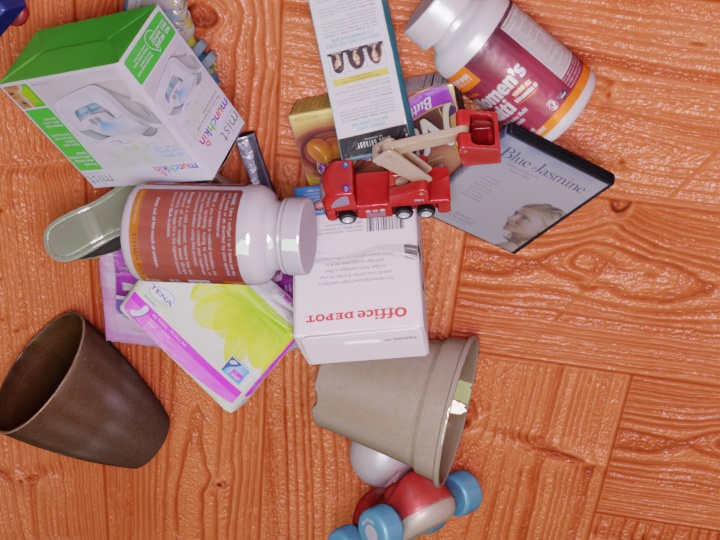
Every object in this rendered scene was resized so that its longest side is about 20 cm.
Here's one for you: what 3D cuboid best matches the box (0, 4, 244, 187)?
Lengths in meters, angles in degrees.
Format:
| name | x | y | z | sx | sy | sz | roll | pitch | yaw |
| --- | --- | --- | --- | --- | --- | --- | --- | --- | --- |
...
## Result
| name | x | y | z | sx | sy | sz | roll | pitch | yaw |
| --- | --- | --- | --- | --- | --- | --- | --- | --- | --- |
| box | -0.263 | -0.187 | 1.128 | 0.199 | 0.097 | 0.177 | 0 | 142 | 34 |

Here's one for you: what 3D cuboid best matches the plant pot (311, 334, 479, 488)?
| name | x | y | z | sx | sy | sz | roll | pitch | yaw |
| --- | --- | --- | --- | --- | --- | --- | --- | --- | --- |
| plant pot | 0.042 | 0.161 | 1.322 | 0.183 | 0.201 | 0.201 | 13 | 122 | 14 |

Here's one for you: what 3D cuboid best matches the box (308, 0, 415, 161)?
| name | x | y | z | sx | sy | sz | roll | pitch | yaw |
| --- | --- | --- | --- | --- | --- | --- | --- | --- | --- |
| box | 0.002 | -0.228 | 1.125 | 0.082 | 0.049 | 0.201 | -11 | 94 | 14 |

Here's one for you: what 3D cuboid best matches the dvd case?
| name | x | y | z | sx | sy | sz | roll | pitch | yaw |
| --- | --- | --- | --- | --- | --- | --- | --- | --- | --- |
| dvd case | 0.178 | -0.089 | 1.177 | 0.142 | 0.018 | 0.200 | 23 | 148 | -17 |

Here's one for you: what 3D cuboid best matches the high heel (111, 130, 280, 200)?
| name | x | y | z | sx | sy | sz | roll | pitch | yaw |
| --- | --- | --- | --- | --- | --- | --- | --- | --- | --- |
| high heel | -0.202 | -0.081 | 1.268 | 0.199 | 0.071 | 0.143 | -14 | 110 | 6 |

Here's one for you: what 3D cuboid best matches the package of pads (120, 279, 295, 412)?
| name | x | y | z | sx | sy | sz | roll | pitch | yaw |
| --- | --- | --- | --- | --- | --- | --- | --- | --- | --- |
| package of pads | -0.177 | 0.050 | 1.236 | 0.200 | 0.068 | 0.155 | 42 | 112 | 3 |

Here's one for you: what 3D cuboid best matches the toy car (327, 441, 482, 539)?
| name | x | y | z | sx | sy | sz | roll | pitch | yaw |
| --- | --- | --- | --- | --- | --- | --- | --- | --- | --- |
| toy car | 0.033 | 0.286 | 1.424 | 0.177 | 0.184 | 0.201 | -45 | 65 | 48 |

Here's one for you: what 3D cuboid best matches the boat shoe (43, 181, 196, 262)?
| name | x | y | z | sx | sy | sz | roll | pitch | yaw |
| --- | --- | --- | --- | --- | --- | --- | --- | --- | --- |
| boat shoe | -0.282 | -0.066 | 1.224 | 0.200 | 0.061 | 0.072 | -20 | 88 | 6 |

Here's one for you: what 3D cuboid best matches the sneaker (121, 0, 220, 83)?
| name | x | y | z | sx | sy | sz | roll | pitch | yaw |
| --- | --- | --- | --- | --- | --- | --- | --- | --- | --- |
| sneaker | -0.204 | -0.279 | 1.155 | 0.130 | 0.080 | 0.200 | 30 | 129 | -7 |

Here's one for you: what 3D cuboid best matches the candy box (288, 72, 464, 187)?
| name | x | y | z | sx | sy | sz | roll | pitch | yaw |
| --- | --- | --- | --- | --- | --- | --- | --- | --- | --- |
| candy box | 0.027 | -0.159 | 1.202 | 0.199 | 0.057 | 0.117 | -8 | 118 | 14 |

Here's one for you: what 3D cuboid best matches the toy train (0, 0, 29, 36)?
| name | x | y | z | sx | sy | sz | roll | pitch | yaw |
| --- | --- | --- | --- | --- | --- | --- | --- | --- | --- |
| toy train | -0.497 | -0.284 | 1.198 | 0.200 | 0.085 | 0.116 | -38 | 98 | 26 |

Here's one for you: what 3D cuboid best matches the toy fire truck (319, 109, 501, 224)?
| name | x | y | z | sx | sy | sz | roll | pitch | yaw |
| --- | --- | --- | --- | --- | --- | --- | --- | --- | --- |
| toy fire truck | 0.050 | -0.109 | 1.094 | 0.199 | 0.049 | 0.141 | -4 | 154 | 4 |

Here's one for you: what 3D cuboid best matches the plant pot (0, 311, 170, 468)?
| name | x | y | z | sx | sy | sz | roll | pitch | yaw |
| --- | --- | --- | --- | --- | --- | --- | --- | --- | --- |
| plant pot | -0.369 | 0.190 | 1.405 | 0.187 | 0.187 | 0.200 | -33 | 125 | 24 |

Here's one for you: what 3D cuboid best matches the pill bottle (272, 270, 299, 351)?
| name | x | y | z | sx | sy | sz | roll | pitch | yaw |
| --- | --- | --- | --- | --- | --- | --- | --- | --- | --- |
| pill bottle | -0.026 | 0.027 | 1.284 | 0.199 | 0.112 | 0.113 | -17 | 116 | 17 |

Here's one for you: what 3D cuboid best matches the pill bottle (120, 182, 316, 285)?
| name | x | y | z | sx | sy | sz | roll | pitch | yaw |
| --- | --- | --- | --- | --- | --- | --- | --- | --- | --- |
| pill bottle | -0.153 | -0.040 | 1.120 | 0.199 | 0.112 | 0.113 | 2 | 120 | 12 |

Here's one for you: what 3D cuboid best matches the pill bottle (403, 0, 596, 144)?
| name | x | y | z | sx | sy | sz | roll | pitch | yaw |
| --- | --- | --- | --- | --- | --- | --- | --- | --- | --- |
| pill bottle | 0.151 | -0.234 | 1.108 | 0.200 | 0.110 | 0.110 | 36 | 119 | -13 |

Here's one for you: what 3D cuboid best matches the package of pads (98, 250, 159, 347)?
| name | x | y | z | sx | sy | sz | roll | pitch | yaw |
| --- | --- | --- | --- | --- | --- | --- | --- | --- | --- |
| package of pads | -0.278 | 0.007 | 1.332 | 0.120 | 0.076 | 0.201 | 5 | 120 | 2 |

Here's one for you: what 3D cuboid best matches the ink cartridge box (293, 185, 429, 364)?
| name | x | y | z | sx | sy | sz | roll | pitch | yaw |
| --- | --- | --- | --- | --- | --- | --- | --- | --- | --- |
| ink cartridge box | 0.000 | 0.000 | 1.172 | 0.145 | 0.201 | 0.084 | -5 | 152 | 7 |
